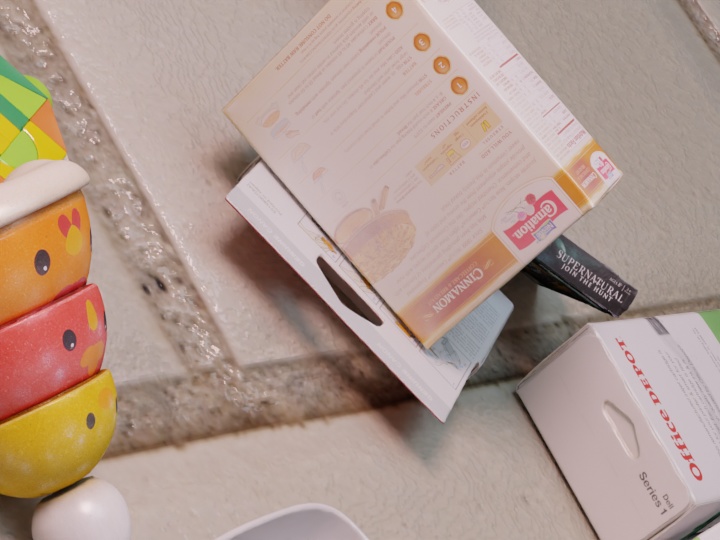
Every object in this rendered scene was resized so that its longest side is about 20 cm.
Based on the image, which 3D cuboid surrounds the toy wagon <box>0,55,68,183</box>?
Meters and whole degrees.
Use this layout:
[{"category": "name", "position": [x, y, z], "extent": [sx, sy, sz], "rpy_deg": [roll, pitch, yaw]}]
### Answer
[{"category": "toy wagon", "position": [-0.252, -0.102, 1.097], "extent": [0.200, 0.040, 0.156], "rpy_deg": [43, 32, -11]}]

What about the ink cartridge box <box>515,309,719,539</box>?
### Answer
[{"category": "ink cartridge box", "position": [0.219, 0.112, 1.412], "extent": [0.199, 0.084, 0.147], "rpy_deg": [-2, 57, -52]}]

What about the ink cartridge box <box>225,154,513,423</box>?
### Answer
[{"category": "ink cartridge box", "position": [0.000, 0.000, 1.299], "extent": [0.200, 0.044, 0.174], "rpy_deg": [46, 32, -5]}]

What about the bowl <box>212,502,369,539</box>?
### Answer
[{"category": "bowl", "position": [-0.030, 0.228, 0.987], "extent": [0.200, 0.075, 0.199], "rpy_deg": [55, 33, 10]}]

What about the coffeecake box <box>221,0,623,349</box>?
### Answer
[{"category": "coffeecake box", "position": [0.038, -0.079, 1.244], "extent": [0.200, 0.153, 0.073], "rpy_deg": [49, 30, 1]}]

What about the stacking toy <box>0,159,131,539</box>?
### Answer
[{"category": "stacking toy", "position": [-0.165, 0.058, 0.983], "extent": [0.146, 0.145, 0.201], "rpy_deg": [-36, 103, -59]}]

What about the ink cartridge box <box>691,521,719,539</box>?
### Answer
[{"category": "ink cartridge box", "position": [0.242, 0.273, 1.267], "extent": [0.145, 0.084, 0.201], "rpy_deg": [-15, 68, -55]}]

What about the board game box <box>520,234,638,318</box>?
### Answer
[{"category": "board game box", "position": [0.088, -0.040, 1.396], "extent": [0.199, 0.028, 0.135], "rpy_deg": [35, -3, -23]}]
